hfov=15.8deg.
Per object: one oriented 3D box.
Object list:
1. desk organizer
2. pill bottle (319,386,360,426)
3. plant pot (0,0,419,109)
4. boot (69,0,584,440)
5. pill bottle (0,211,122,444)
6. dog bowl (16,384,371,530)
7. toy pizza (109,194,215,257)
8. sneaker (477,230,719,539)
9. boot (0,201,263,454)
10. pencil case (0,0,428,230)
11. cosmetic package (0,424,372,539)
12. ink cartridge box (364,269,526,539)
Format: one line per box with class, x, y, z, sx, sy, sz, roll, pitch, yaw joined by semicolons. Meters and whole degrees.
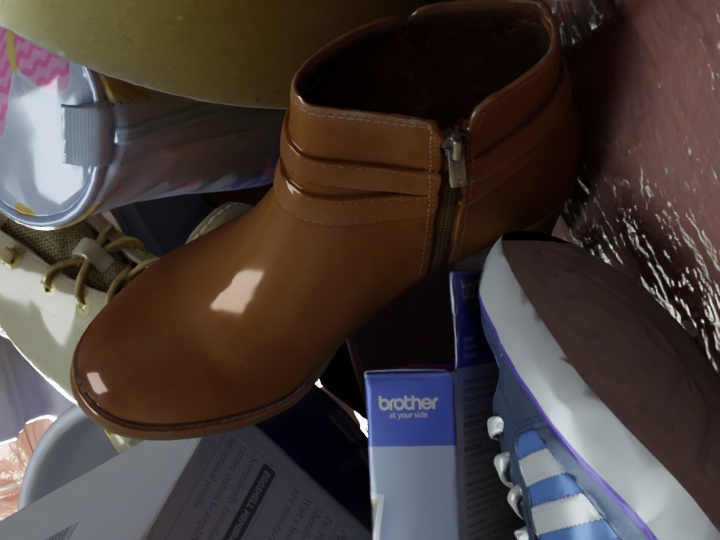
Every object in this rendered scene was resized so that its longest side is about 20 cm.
desk organizer;0.000;0.000;1.110;0.200;0.077;0.072;-150;42;-69
pill bottle;-0.013;0.165;1.317;0.111;0.110;0.201;173;77;-76
plant pot;-0.054;-0.170;0.913;0.200;0.199;0.143;56;134;45
boot;-0.017;-0.022;0.886;0.074;0.199;0.155;59;171;20
pill bottle;-0.120;0.014;1.330;0.116;0.199;0.117;160;90;-77
dog bowl;-0.068;0.144;1.229;0.199;0.079;0.202;14;112;37
toy pizza;-0.084;-0.056;1.217;0.200;0.032;0.201;46;-147;-41
sneaker;0.070;0.102;0.862;0.147;0.080;0.200;-56;52;29
boot;-0.102;0.003;1.079;0.155;0.073;0.200;44;152;16
pencil case;-0.054;-0.067;0.972;0.091;0.199;0.084;34;120;35
cosmetic package;-0.064;0.184;1.054;0.200;0.123;0.199;45;137;-16
ink cartridge box;0.039;0.099;0.925;0.119;0.042;0.202;-5;-86;-69
